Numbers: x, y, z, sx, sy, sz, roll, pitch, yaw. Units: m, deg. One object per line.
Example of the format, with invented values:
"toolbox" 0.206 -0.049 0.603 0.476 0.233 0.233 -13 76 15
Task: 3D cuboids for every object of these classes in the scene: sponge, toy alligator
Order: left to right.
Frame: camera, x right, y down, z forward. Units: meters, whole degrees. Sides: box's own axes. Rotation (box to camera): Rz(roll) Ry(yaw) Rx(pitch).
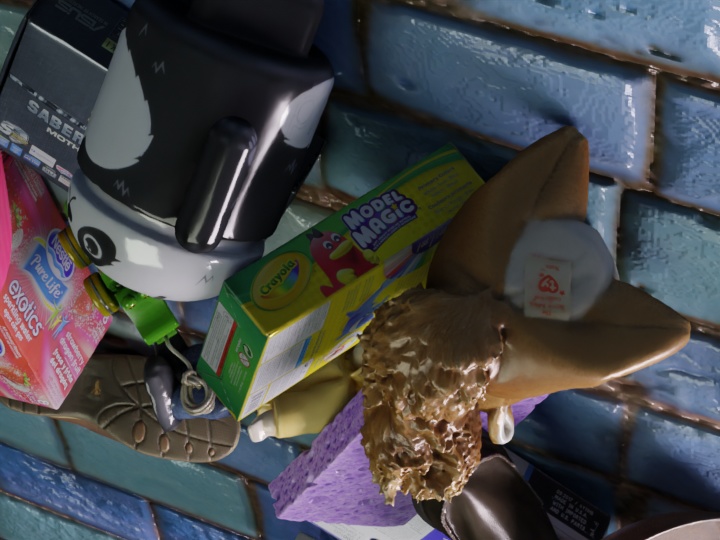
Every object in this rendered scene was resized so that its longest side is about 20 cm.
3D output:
"toy alligator" -0.154 0.007 1.460 0.200 0.059 0.054 59 -178 20
"sponge" 0.033 0.111 1.457 0.111 0.030 0.200 8 141 -33

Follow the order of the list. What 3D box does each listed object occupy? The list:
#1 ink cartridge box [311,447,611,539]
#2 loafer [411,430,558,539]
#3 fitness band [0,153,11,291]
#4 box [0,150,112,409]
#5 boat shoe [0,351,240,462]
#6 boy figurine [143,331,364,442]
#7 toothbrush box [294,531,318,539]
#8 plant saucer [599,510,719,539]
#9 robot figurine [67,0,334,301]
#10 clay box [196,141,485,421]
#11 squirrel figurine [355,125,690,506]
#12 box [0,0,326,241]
"ink cartridge box" 0.060 0.177 1.618 0.198 0.043 0.200 33 147 -5
"loafer" 0.101 0.174 1.457 0.071 0.073 0.200 38 172 40
"fitness band" -0.304 -0.042 1.469 0.143 0.201 0.037 -17 162 18
"box" -0.270 -0.001 1.581 0.099 0.096 0.200 12 145 27
"boat shoe" -0.184 0.097 1.694 0.199 0.072 0.068 15 180 9
"boy figurine" -0.045 0.070 1.483 0.199 0.125 0.065 -6 126 19
"toothbrush box" 0.005 0.317 1.715 0.200 0.146 0.086 22 166 41
"plant saucer" 0.185 0.228 1.490 0.032 0.199 0.201 57 167 36
"robot figurine" -0.092 -0.081 1.229 0.124 0.150 0.201 28 108 17
"clay box" 0.000 0.000 1.291 0.048 0.200 0.115 49 152 15
"squirrel figurine" 0.069 0.042 1.274 0.142 0.200 0.187 55 160 7
"box" -0.137 -0.085 1.394 0.200 0.051 0.158 33 148 -4
